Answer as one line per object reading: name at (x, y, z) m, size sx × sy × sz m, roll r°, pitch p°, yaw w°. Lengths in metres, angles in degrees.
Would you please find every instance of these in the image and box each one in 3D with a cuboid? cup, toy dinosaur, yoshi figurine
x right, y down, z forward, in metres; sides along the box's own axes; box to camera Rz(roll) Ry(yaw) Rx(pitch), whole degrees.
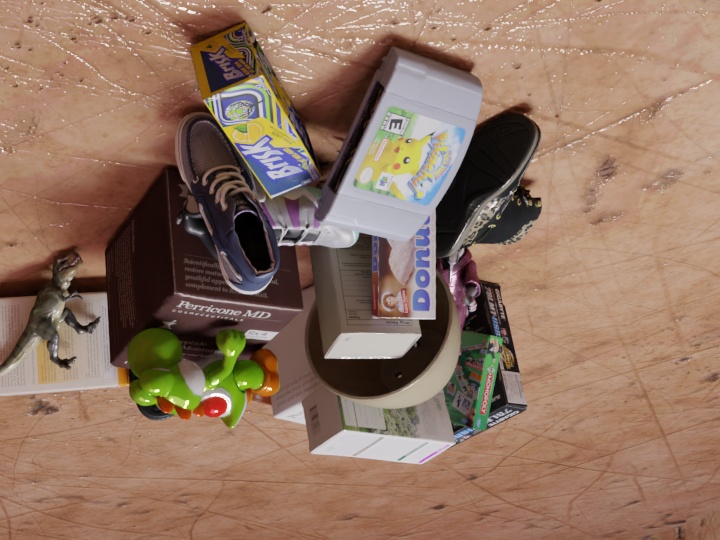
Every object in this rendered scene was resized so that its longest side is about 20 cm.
cup at (0.048, 0.096, 1.383) m, size 0.200 × 0.201 × 0.143 m, roll -18°, pitch 147°, yaw 17°
toy dinosaur at (-0.387, 0.073, 1.363) m, size 0.088 × 0.200 × 0.047 m, roll 32°, pitch -179°, yaw -12°
yoshi figurine at (-0.188, 0.108, 1.225) m, size 0.112 × 0.113 × 0.200 m, roll 22°, pitch -173°, yaw 33°

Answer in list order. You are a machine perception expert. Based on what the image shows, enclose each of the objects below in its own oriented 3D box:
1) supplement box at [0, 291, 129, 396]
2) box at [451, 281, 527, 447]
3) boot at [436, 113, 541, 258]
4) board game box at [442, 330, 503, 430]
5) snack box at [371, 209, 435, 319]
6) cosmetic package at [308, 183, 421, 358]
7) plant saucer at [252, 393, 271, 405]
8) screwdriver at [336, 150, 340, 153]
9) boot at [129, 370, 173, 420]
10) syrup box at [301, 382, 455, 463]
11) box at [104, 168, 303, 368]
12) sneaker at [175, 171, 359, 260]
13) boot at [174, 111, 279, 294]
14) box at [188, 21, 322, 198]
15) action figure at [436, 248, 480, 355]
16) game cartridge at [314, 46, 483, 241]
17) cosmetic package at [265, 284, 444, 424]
supplement box at (-0.408, 0.097, 1.417) m, size 0.199 × 0.127 × 0.074 m, roll -3°, pitch 174°, yaw -11°
box at (0.149, 0.148, 1.621) m, size 0.050 × 0.199 × 0.200 m, roll 14°, pitch 144°, yaw -35°
boot at (0.173, -0.102, 1.298) m, size 0.153 × 0.074 × 0.204 m, roll -5°, pitch 138°, yaw -49°
board game box at (0.121, 0.150, 1.594) m, size 0.029 × 0.135 × 0.200 m, roll 14°, pitch 177°, yaw -36°
snack box at (0.049, -0.045, 1.228) m, size 0.072 × 0.201 × 0.024 m, roll 2°, pitch 176°, yaw -21°
cosmetic package at (0.000, 0.000, 1.287) m, size 0.103 × 0.201 × 0.073 m, roll 3°, pitch 152°, yaw -20°
plant saucer at (-0.192, 0.151, 1.623) m, size 0.200 × 0.032 × 0.200 m, roll 21°, pitch 162°, yaw 7°
screwdriver at (0.048, -0.112, 1.272) m, size 0.199 × 0.028 × 0.029 m, roll 8°, pitch 120°, yaw -37°
boot at (-0.278, 0.144, 1.478) m, size 0.076 × 0.201 × 0.168 m, roll 3°, pitch 145°, yaw -15°
syrup box at (0.027, 0.206, 1.465) m, size 0.199 × 0.079 × 0.081 m, roll 13°, pitch 142°, yaw -37°
box at (-0.192, 0.010, 1.286) m, size 0.165 × 0.165 × 0.200 m, roll 9°, pitch 147°, yaw -31°
sneaker at (-0.107, -0.036, 1.186) m, size 0.199 × 0.140 × 0.078 m, roll 21°, pitch 143°, yaw -5°
boot at (-0.130, -0.078, 1.094) m, size 0.073 × 0.201 × 0.090 m, roll -21°, pitch 176°, yaw -19°
box at (-0.102, -0.155, 1.094) m, size 0.064 × 0.070 × 0.200 m, roll -22°, pitch 152°, yaw 6°
action figure at (0.127, 0.024, 1.483) m, size 0.149 × 0.134 × 0.201 m, roll -32°, pitch 144°, yaw -45°
game cartridge at (0.046, -0.126, 1.139) m, size 0.133 × 0.040 × 0.201 m, roll 9°, pitch 117°, yaw -37°
cosmetic package at (-0.012, 0.127, 1.565) m, size 0.200 × 0.166 × 0.165 m, roll 19°, pitch 140°, yaw -42°
